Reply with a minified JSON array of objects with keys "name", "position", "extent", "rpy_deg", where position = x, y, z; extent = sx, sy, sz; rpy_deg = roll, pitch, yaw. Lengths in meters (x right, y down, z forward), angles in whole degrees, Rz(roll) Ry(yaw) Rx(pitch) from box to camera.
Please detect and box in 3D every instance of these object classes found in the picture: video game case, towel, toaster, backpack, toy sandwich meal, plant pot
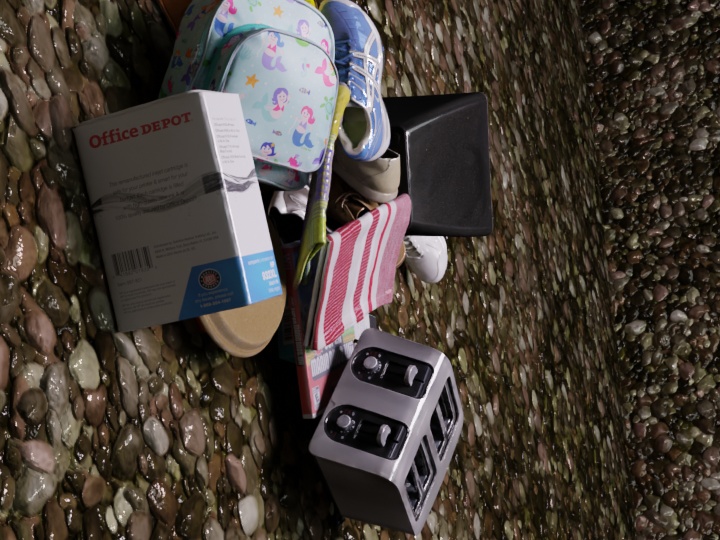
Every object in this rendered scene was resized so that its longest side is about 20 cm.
[{"name":"video game case","position":[-0.043,0.061,1.438],"extent":[0.143,0.017,0.202],"rpy_deg":[-18,102,-65]},{"name":"towel","position":[0.000,0.000,1.419],"extent":[0.200,0.023,0.145],"rpy_deg":[-32,137,-58]},{"name":"toaster","position":[0.033,0.201,1.447],"extent":[0.182,0.118,0.201],"rpy_deg":[-63,154,-30]},{"name":"backpack","position":[-0.112,-0.196,1.271],"extent":[0.177,0.150,0.202],"rpy_deg":[15,85,-35]},{"name":"towel","position":[-0.042,-0.094,1.336],"extent":[0.144,0.023,0.202],"rpy_deg":[116,-16,-65]},{"name":"toy sandwich meal","position":[-0.146,-0.001,1.302],"extent":[0.205,0.070,0.207],"rpy_deg":[31,55,-58]},{"name":"plant pot","position":[0.051,-0.134,1.669],"extent":[0.177,0.198,0.202],"rpy_deg":[-19,108,-55]}]

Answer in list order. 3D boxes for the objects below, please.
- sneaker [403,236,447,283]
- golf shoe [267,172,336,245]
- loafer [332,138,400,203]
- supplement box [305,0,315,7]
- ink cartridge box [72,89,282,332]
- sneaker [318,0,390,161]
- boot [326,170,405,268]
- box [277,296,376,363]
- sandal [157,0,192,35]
[{"name":"sneaker","position":[0.064,-0.059,1.846],"extent":[0.201,0.077,0.099],"rpy_deg":[62,32,-15]},{"name":"golf shoe","position":[-0.061,-0.024,1.521],"extent":[0.201,0.077,0.095],"rpy_deg":[60,37,-22]},{"name":"loafer","position":[-0.024,-0.167,1.547],"extent":[0.199,0.069,0.076],"rpy_deg":[36,30,10]},{"name":"supplement box","position":[-0.115,-0.283,1.454],"extent":[0.109,0.108,0.202],"rpy_deg":[-33,110,-66]},{"name":"ink cartridge box","position":[-0.172,-0.056,1.153],"extent":[0.084,0.144,0.202],"rpy_deg":[-17,95,-68]},{"name":"sneaker","position":[-0.009,-0.226,1.441],"extent":[0.077,0.075,0.202],"rpy_deg":[-42,118,-70]},{"name":"boot","position":[-0.013,-0.089,1.555],"extent":[0.200,0.074,0.075],"rpy_deg":[48,-6,10]},{"name":"box","position":[-0.038,0.084,1.535],"extent":[0.200,0.049,0.083],"rpy_deg":[29,54,-62]},{"name":"sandal","position":[-0.171,-0.238,1.351],"extent":[0.207,0.079,0.059],"rpy_deg":[54,33,-30]}]
